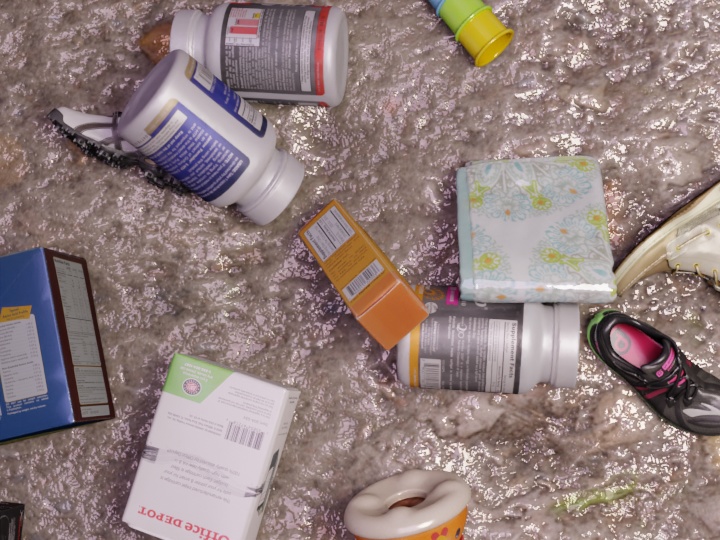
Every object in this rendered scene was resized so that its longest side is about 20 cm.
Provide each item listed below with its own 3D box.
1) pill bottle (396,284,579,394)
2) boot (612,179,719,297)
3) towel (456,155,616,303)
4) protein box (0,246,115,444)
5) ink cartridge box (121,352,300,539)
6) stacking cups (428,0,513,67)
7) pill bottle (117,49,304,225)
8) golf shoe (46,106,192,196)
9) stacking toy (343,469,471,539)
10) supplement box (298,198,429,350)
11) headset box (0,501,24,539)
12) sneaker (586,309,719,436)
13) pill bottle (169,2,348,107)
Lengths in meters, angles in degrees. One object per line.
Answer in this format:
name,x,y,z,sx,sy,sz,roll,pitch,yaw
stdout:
pill bottle,0.142,0.078,1.214,0.197,0.116,0.118,3,84,7
boot,0.391,0.004,1.217,0.199,0.072,0.155,-37,83,1
towel,0.192,-0.048,1.211,0.168,0.048,0.202,-2,51,7
protein box,-0.418,0.097,1.269,0.196,0.135,0.203,-13,83,5
ink cartridge box,-0.170,0.213,1.253,0.143,0.084,0.203,17,86,9
stacking cups,0.096,-0.334,1.297,0.060,0.061,0.200,-41,77,1
pill bottle,-0.166,-0.145,1.240,0.199,0.120,0.120,38,89,-25
golf shoe,-0.278,-0.168,1.317,0.198,0.078,0.096,23,83,-2
stacking toy,0.071,0.336,1.208,0.144,0.146,0.203,-14,100,5
supplement box,0.000,0.000,1.208,0.069,0.067,0.200,-40,37,5
headset box,-0.456,0.344,1.215,0.076,0.200,0.151,4,85,7
sneaker,0.337,0.117,1.202,0.199,0.084,0.077,34,89,9
pill bottle,-0.118,-0.256,1.281,0.197,0.116,0.118,4,84,7
